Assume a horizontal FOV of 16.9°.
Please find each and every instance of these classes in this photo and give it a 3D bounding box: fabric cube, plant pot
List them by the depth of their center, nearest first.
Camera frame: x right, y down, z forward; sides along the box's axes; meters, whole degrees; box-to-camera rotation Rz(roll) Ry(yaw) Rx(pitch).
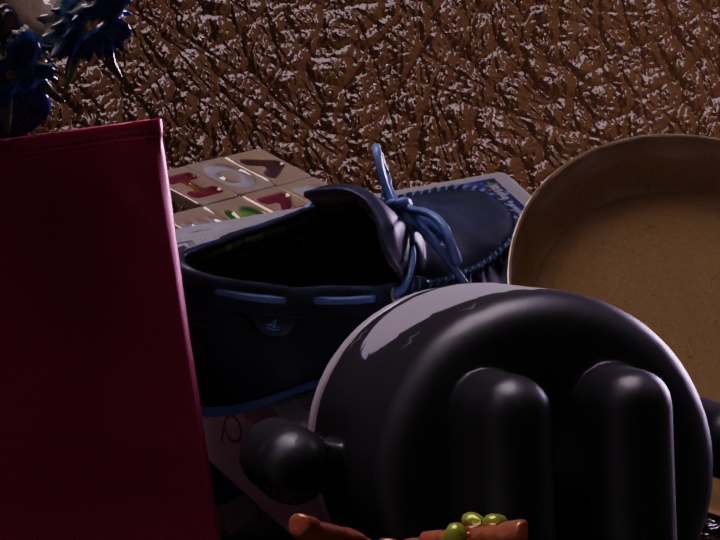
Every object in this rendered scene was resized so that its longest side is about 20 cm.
[{"bbox_3d":[-0.175,0.061,0.856,0.200,0.200,0.196,-9,2,-24],"label":"fabric cube"},{"bbox_3d":[0.153,0.028,1.013,0.200,0.200,0.028,-10,-32,-25],"label":"plant pot"}]

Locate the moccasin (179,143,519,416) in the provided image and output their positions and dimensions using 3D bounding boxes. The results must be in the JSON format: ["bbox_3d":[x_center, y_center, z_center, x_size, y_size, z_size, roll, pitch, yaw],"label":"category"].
[{"bbox_3d":[0.000,0.000,0.967,0.080,0.068,0.200,31,37,28],"label":"moccasin"}]

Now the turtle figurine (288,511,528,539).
[{"bbox_3d":[0.055,0.105,0.667,0.161,0.065,0.200,-2,2,5],"label":"turtle figurine"}]

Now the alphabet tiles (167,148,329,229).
[{"bbox_3d":[0.005,-0.007,1.119,0.200,0.008,0.167,28,23,23],"label":"alphabet tiles"}]

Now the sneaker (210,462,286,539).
[{"bbox_3d":[-0.036,0.093,1.150,0.200,0.075,0.087,-6,-8,-17],"label":"sneaker"}]

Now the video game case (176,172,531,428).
[{"bbox_3d":[0.019,0.014,1.032,0.200,0.018,0.143,-11,39,-31],"label":"video game case"}]

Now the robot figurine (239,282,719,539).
[{"bbox_3d":[0.050,0.064,0.860,0.125,0.150,0.200,-54,10,-6],"label":"robot figurine"}]

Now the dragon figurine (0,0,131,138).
[{"bbox_3d":[-0.145,-0.072,0.830,0.059,0.100,0.200,-12,-14,-36],"label":"dragon figurine"}]

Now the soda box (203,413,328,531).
[{"bbox_3d":[-0.033,0.052,1.051,0.064,0.068,0.200,-11,34,-39],"label":"soda box"}]
